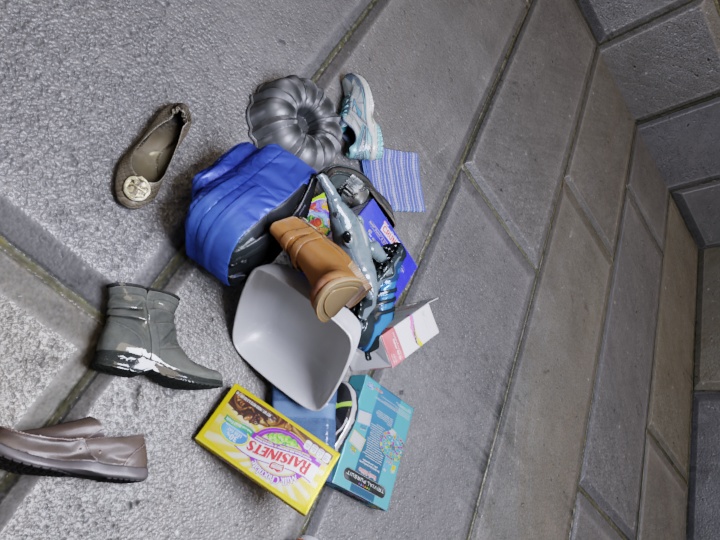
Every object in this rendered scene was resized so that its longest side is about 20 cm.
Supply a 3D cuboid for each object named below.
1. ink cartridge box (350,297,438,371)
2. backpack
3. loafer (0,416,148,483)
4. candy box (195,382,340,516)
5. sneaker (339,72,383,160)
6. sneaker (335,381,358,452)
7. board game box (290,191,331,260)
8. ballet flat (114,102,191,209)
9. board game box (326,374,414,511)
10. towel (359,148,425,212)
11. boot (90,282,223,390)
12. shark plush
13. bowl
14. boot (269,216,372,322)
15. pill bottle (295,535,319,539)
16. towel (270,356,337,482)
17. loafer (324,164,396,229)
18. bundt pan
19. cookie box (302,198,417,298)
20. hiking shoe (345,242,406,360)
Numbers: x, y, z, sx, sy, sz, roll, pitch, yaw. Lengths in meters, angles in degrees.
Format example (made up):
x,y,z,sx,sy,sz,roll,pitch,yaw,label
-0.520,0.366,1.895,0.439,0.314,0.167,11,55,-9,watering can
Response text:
x,y,z,sx,sy,sz,roll,pitch,yaw,label
0.073,0.124,1.073,0.199,0.116,0.068,-28,98,-44,ink cartridge box
-0.186,-0.084,0.841,0.167,0.163,0.200,31,56,10,backpack
-0.357,0.217,0.670,0.199,0.073,0.072,31,49,-41,loafer
-0.138,0.268,0.819,0.199,0.026,0.103,32,61,4,candy box
-0.014,-0.322,1.125,0.085,0.078,0.202,-11,74,-18,sneaker
-0.068,0.273,0.930,0.083,0.071,0.201,41,55,-29,sneaker
-0.067,-0.036,1.024,0.134,0.045,0.202,-36,106,-43,board game box
-0.308,-0.180,0.821,0.067,0.046,0.202,39,56,-31,ballet flat
0.015,0.322,1.018,0.151,0.047,0.202,40,55,-31,board game box
0.076,-0.206,1.222,0.199,0.024,0.147,-4,84,-45,towel
-0.275,0.095,0.778,0.199,0.067,0.132,27,57,-39,boot
-0.011,-0.058,0.837,0.083,0.090,0.202,-90,171,-71,shark plush
-0.095,0.094,0.836,0.199,0.201,0.075,34,37,12,bowl
-0.067,-0.012,0.735,0.155,0.074,0.200,46,6,8,boot
-0.119,0.505,0.798,0.199,0.109,0.111,-33,103,-44,pill bottle
-0.095,0.243,0.887,0.110,0.049,0.202,5,63,-7,towel
0.007,-0.143,1.087,0.199,0.072,0.063,30,21,-43,loafer
-0.111,-0.274,1.018,0.201,0.075,0.204,12,73,-42,bundt pan
0.000,0.000,0.995,0.172,0.075,0.200,54,50,-21,cookie box
0.028,0.044,0.920,0.087,0.074,0.201,47,63,-35,hiking shoe
